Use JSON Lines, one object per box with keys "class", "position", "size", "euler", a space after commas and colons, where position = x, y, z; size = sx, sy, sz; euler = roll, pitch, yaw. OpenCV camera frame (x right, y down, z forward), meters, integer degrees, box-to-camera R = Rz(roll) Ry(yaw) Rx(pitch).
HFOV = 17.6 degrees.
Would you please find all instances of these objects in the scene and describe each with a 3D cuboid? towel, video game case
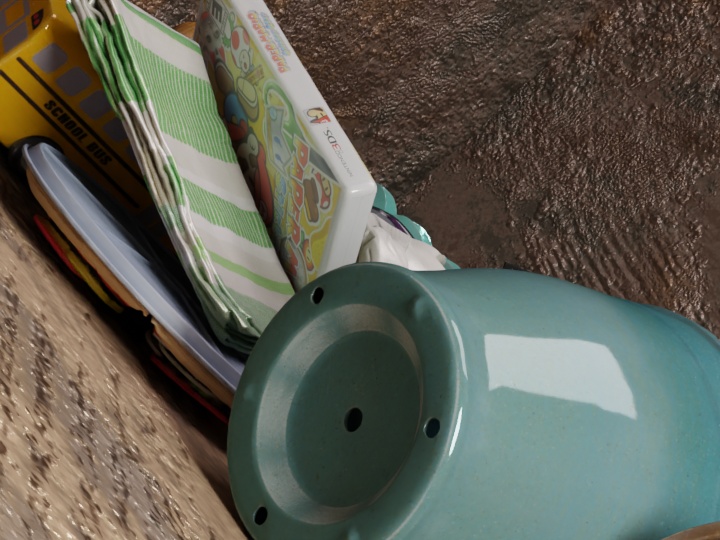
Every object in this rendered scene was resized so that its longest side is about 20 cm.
{"class": "towel", "position": [-0.078, -0.046, 1.191], "size": [0.201, 0.023, 0.152], "euler": [65, 12, 15]}
{"class": "video game case", "position": [-0.058, -0.040, 1.300], "size": [0.183, 0.023, 0.201], "euler": [59, -32, 33]}

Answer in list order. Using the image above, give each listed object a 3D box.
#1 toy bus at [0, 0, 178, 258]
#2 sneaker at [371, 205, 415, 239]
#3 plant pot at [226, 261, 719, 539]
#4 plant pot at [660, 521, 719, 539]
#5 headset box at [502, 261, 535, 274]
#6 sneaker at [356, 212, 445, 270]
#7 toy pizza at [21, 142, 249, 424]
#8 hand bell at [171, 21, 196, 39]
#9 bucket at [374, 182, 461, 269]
{"class": "toy bus", "position": [-0.136, -0.070, 1.261], "size": [0.200, 0.078, 0.065], "euler": [45, 18, -39]}
{"class": "sneaker", "position": [-0.003, 0.037, 1.401], "size": [0.087, 0.074, 0.201], "euler": [34, 41, -48]}
{"class": "plant pot", "position": [0.050, 0.085, 1.029], "size": [0.187, 0.201, 0.200], "euler": [25, 18, -45]}
{"class": "plant pot", "position": [0.180, 0.234, 0.972], "size": [0.200, 0.200, 0.199], "euler": [49, -5, 34]}
{"class": "headset box", "position": [0.127, 0.116, 1.592], "size": [0.148, 0.201, 0.075], "euler": [22, -3, 7]}
{"class": "sneaker", "position": [0.000, 0.000, 1.365], "size": [0.099, 0.078, 0.200], "euler": [23, 11, -27]}
{"class": "toy pizza", "position": [-0.104, 0.016, 1.165], "size": [0.200, 0.032, 0.200], "euler": [46, 2, -2]}
{"class": "hand bell", "position": [-0.130, -0.130, 1.448], "size": [0.104, 0.104, 0.200], "euler": [47, 22, 0]}
{"class": "bucket", "position": [0.013, 0.028, 1.814], "size": [0.207, 0.135, 0.207], "euler": [47, 3, -4]}
